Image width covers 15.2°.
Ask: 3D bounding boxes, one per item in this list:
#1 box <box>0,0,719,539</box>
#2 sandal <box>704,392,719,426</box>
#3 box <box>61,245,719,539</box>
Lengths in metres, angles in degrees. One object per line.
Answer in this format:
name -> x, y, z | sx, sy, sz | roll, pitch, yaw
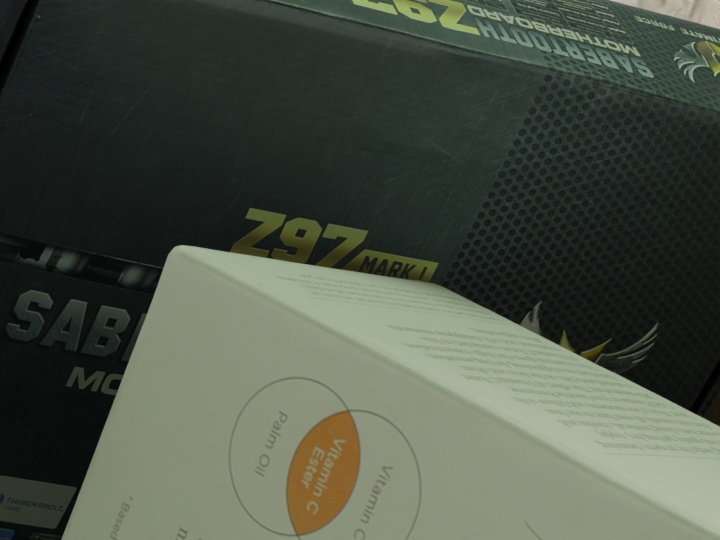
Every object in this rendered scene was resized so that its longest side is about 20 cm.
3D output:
box -> -0.012, 0.004, 0.599 | 0.199, 0.158, 0.051 | 12, 31, -28
sandal -> 0.060, 0.045, 1.089 | 0.211, 0.078, 0.070 | 28, -23, -5
box -> 0.043, 0.093, 0.492 | 0.199, 0.125, 0.097 | 28, 10, 32
